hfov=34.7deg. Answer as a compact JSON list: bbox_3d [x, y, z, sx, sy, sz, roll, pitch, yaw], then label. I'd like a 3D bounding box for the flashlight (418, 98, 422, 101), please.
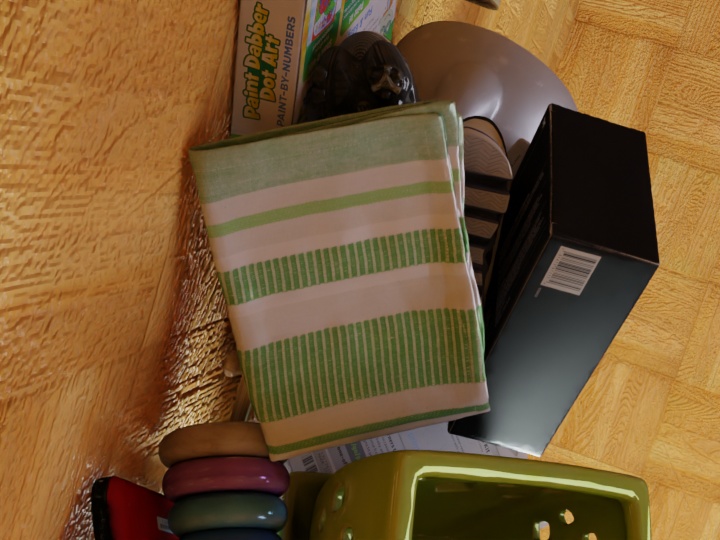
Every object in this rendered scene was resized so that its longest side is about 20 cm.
[{"bbox_3d":[0.011,-0.077,0.861,0.068,0.068,0.200,-41,170,-17],"label":"flashlight"}]

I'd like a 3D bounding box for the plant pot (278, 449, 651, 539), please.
[{"bbox_3d":[0.048,0.220,0.721,0.181,0.199,0.200,-15,-114,56],"label":"plant pot"}]

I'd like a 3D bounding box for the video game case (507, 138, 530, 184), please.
[{"bbox_3d":[0.112,-0.012,0.946,0.183,0.022,0.200,-51,154,12],"label":"video game case"}]

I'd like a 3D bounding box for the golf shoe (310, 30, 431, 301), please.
[{"bbox_3d":[0.012,-0.050,0.715,0.095,0.077,0.201,-73,167,-65],"label":"golf shoe"}]

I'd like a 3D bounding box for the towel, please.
[{"bbox_3d":[-0.003,0.010,0.667,0.023,0.152,0.201,-113,-169,-65],"label":"towel"}]

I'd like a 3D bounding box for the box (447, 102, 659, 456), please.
[{"bbox_3d":[0.129,0.010,0.806,0.142,0.078,0.201,-84,-169,-47],"label":"box"}]

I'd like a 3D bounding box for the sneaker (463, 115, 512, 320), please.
[{"bbox_3d":[0.066,-0.023,0.811,0.115,0.080,0.200,-61,168,-60],"label":"sneaker"}]

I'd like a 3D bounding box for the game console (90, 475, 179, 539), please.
[{"bbox_3d":[-0.166,0.230,0.705,0.200,0.118,0.173,73,6,-73],"label":"game console"}]

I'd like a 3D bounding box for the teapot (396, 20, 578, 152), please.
[{"bbox_3d":[0.080,-0.101,0.982,0.200,0.197,0.147,42,71,-34],"label":"teapot"}]

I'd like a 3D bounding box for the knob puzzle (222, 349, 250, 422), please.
[{"bbox_3d":[-0.063,0.013,0.775,0.220,0.030,0.221,-161,-90,-88],"label":"knob puzzle"}]

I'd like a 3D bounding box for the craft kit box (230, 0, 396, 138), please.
[{"bbox_3d":[-0.018,-0.173,0.714,0.200,0.048,0.198,-59,161,-50],"label":"craft kit box"}]

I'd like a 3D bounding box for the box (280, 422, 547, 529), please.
[{"bbox_3d":[0.039,0.161,0.860,0.199,0.157,0.041,-24,-177,-33],"label":"box"}]

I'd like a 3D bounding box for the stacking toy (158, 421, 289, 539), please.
[{"bbox_3d":[-0.081,0.198,0.699,0.085,0.085,0.201,78,8,-69],"label":"stacking toy"}]

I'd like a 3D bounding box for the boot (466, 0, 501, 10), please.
[{"bbox_3d":[0.110,-0.323,1.024,0.156,0.072,0.200,-70,164,6],"label":"boot"}]
